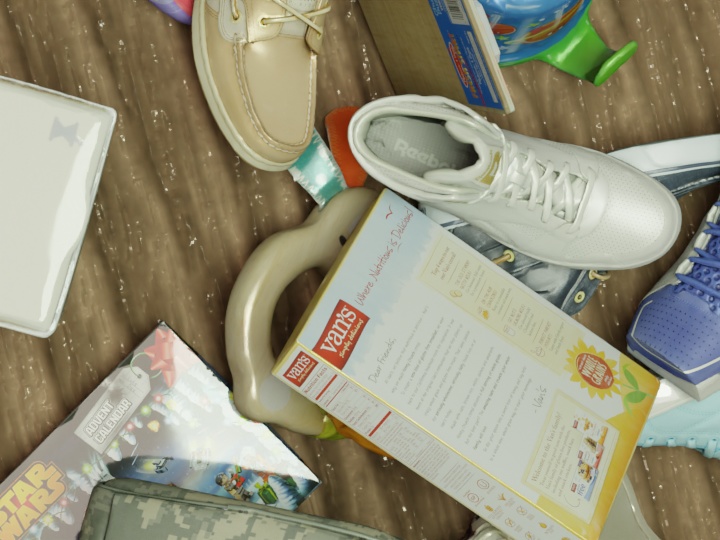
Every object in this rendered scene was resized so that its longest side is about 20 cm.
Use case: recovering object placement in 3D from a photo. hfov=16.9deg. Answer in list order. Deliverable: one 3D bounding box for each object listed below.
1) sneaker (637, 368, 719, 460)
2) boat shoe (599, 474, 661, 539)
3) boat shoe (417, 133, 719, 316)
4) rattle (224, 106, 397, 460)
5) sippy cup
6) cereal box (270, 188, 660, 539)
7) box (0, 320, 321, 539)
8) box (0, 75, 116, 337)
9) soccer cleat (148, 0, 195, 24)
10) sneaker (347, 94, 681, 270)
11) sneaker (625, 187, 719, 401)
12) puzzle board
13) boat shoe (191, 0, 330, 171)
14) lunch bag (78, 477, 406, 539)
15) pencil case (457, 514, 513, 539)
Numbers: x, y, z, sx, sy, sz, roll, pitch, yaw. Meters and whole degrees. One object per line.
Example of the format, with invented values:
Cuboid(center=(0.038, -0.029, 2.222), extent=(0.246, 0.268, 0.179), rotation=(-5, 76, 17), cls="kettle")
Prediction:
Cuboid(center=(0.216, 0.090, 1.461), extent=(0.199, 0.074, 0.082), rotation=(-19, 92, -3), cls="sneaker")
Cuboid(center=(0.140, 0.165, 1.444), extent=(0.200, 0.063, 0.073), rotation=(46, 66, -14), cls="boat shoe")
Cuboid(center=(0.139, -0.022, 1.459), extent=(0.199, 0.071, 0.091), rotation=(-15, 92, 2), cls="boat shoe")
Cuboid(center=(0.000, 0.000, 1.403), extent=(0.130, 0.143, 0.201), rotation=(16, 86, -14), cls="rattle")
Cuboid(center=(0.085, -0.192, 1.419), extent=(0.177, 0.130, 0.140), rotation=(12, 88, -5), cls="sippy cup")
Cuboid(center=(0.062, 0.059, 1.354), extent=(0.200, 0.040, 0.144), rotation=(35, 44, -3), cls="cereal box")
Cuboid(center=(-0.140, 0.147, 1.443), extent=(0.137, 0.040, 0.200), rotation=(45, 86, -3), cls="box")
Cuboid(center=(-0.205, -0.039, 1.356), extent=(0.109, 0.200, 0.128), rotation=(16, 88, -6), cls="box")
Cuboid(center=(-0.161, -0.221, 1.437), extent=(0.076, 0.067, 0.200), rotation=(-30, 108, 39), cls="soccer cleat")
Cuboid(center=(0.085, -0.047, 1.367), extent=(0.199, 0.116, 0.074), rotation=(17, 93, 5), cls="sneaker")
Cuboid(center=(0.228, -0.030, 1.419), extent=(0.080, 0.115, 0.199), rotation=(32, 65, 31), cls="sneaker")
Cuboid(center=(0.022, -0.186, 1.383), extent=(0.017, 0.151, 0.201), rotation=(-28, 107, -18), cls="puzzle board")
Cuboid(center=(-0.053, -0.160, 1.409), extent=(0.074, 0.069, 0.201), rotation=(3, 73, -42), cls="boat shoe")
Cuboid(center=(-0.070, 0.215, 1.340), extent=(0.199, 0.139, 0.168), rotation=(11, 81, 14), cls="lunch bag")
Cuboid(center=(0.027, 0.226, 1.436), extent=(0.200, 0.078, 0.090), rotation=(-38, 138, -3), cls="pencil case")
